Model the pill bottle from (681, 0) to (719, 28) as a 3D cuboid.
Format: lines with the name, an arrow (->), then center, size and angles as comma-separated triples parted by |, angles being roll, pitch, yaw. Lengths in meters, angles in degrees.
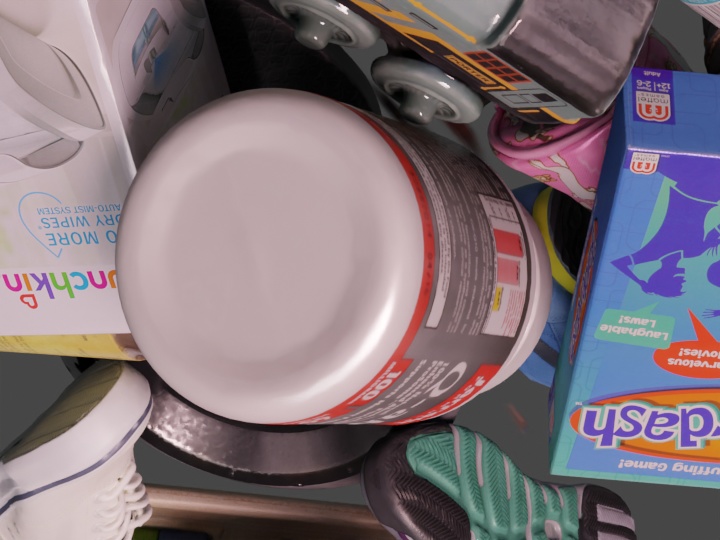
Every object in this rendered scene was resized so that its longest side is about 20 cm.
pill bottle -> 0.107, -0.162, 0.849 | 0.199, 0.111, 0.111 | 32, 129, -24

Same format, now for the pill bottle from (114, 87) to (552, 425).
pill bottle -> 0.000, 0.000, 0.938 | 0.115, 0.117, 0.200 | -16, 171, 20

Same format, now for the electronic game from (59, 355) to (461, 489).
electronic game -> -0.048, 0.027, 1.129 | 0.198, 0.042, 0.201 | 9, 135, 9

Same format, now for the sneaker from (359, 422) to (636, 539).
sneaker -> 0.047, 0.127, 1.169 | 0.087, 0.075, 0.199 | -18, 152, 34

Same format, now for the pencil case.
pencil case -> 0.142, -0.021, 1.032 | 0.083, 0.087, 0.200 | -34, 122, 25

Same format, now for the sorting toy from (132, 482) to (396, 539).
sorting toy -> -0.068, 0.183, 1.289 | 0.184, 0.037, 0.201 | 6, 135, 0

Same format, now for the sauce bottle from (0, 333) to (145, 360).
sauce bottle -> -0.160, 0.004, 1.080 | 0.199, 0.065, 0.065 | 1, 137, 27

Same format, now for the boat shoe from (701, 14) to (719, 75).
boat shoe -> 0.201, -0.062, 0.999 | 0.074, 0.074, 0.200 | -31, 142, 21

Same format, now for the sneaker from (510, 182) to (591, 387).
sneaker -> 0.114, 0.034, 1.110 | 0.078, 0.066, 0.200 | -21, 129, 38

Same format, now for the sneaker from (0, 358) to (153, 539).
sneaker -> -0.123, 0.094, 1.138 | 0.071, 0.073, 0.200 | 44, 157, -4

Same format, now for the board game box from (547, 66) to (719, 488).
board game box -> 0.159, 0.011, 0.966 | 0.151, 0.045, 0.201 | 4, 140, -1

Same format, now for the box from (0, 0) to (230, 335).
box -> -0.160, -0.071, 0.966 | 0.198, 0.097, 0.178 | -1, 122, 21

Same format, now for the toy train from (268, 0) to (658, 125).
toy train -> 0.013, -0.119, 0.896 | 0.199, 0.086, 0.114 | 32, 167, -25

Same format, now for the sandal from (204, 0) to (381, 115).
sandal -> -0.065, -0.099, 1.015 | 0.200, 0.043, 0.076 | 41, 117, -18
